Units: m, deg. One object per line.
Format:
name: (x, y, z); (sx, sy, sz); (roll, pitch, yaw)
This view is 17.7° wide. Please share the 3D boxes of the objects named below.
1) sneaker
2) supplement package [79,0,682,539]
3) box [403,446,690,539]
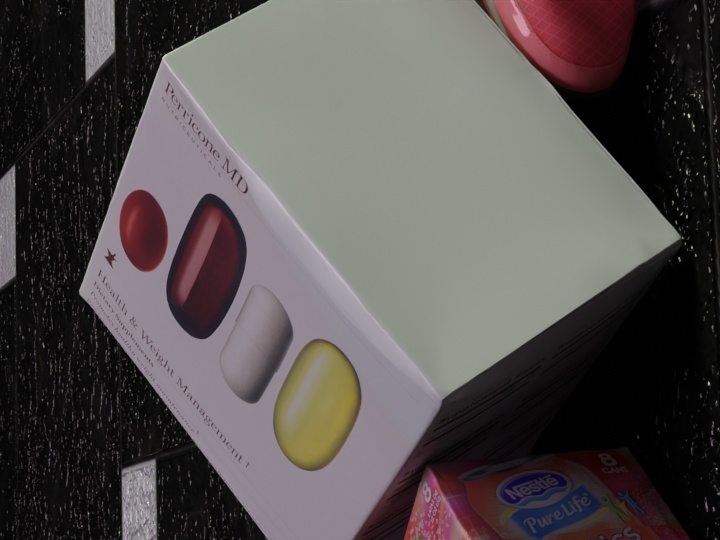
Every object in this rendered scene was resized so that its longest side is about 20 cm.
sneaker: (0.093, -0.176, 0.999); (0.087, 0.073, 0.201); (158, 112, -68)
supplement package: (0.000, 0.000, 1.032); (0.191, 0.147, 0.200); (50, 148, 15)
box: (0.068, 0.183, 0.999); (0.095, 0.102, 0.201); (-120, 34, -47)
